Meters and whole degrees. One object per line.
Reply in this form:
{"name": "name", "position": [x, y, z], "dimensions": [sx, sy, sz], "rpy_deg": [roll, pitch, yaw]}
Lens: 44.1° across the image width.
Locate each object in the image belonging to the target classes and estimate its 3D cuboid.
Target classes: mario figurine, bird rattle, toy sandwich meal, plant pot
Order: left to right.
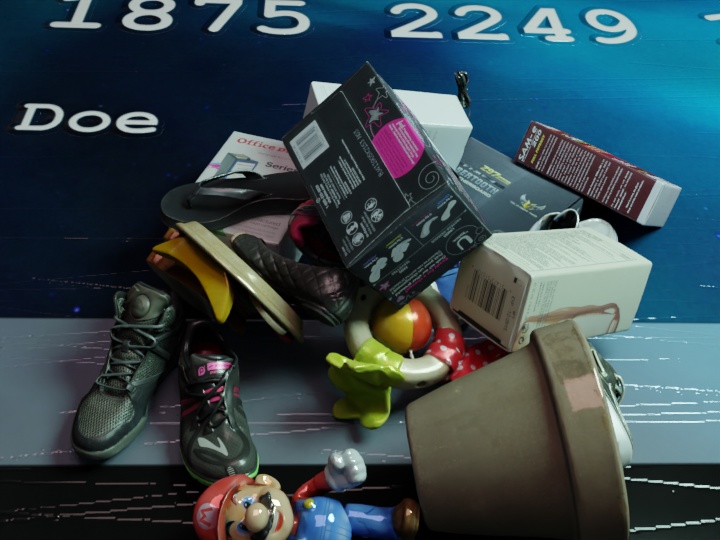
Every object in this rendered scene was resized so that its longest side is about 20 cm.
{"name": "toy sandwich meal", "position": [-0.146, 0.025, 0.953], "dimensions": [0.204, 0.206, 0.070], "rpy_deg": [38, 81, 32]}
{"name": "mario figurine", "position": [-0.049, 0.225, 0.766], "dimensions": [0.195, 0.108, 0.124], "rpy_deg": [9, 32, 1]}
{"name": "bird rattle", "position": [0.056, 0.074, 0.921], "dimensions": [0.196, 0.114, 0.165], "rpy_deg": [-10, 57, -10]}
{"name": "plant pot", "position": [0.133, 0.161, 0.804], "dimensions": [0.171, 0.203, 0.202], "rpy_deg": [-11, 42, 4]}

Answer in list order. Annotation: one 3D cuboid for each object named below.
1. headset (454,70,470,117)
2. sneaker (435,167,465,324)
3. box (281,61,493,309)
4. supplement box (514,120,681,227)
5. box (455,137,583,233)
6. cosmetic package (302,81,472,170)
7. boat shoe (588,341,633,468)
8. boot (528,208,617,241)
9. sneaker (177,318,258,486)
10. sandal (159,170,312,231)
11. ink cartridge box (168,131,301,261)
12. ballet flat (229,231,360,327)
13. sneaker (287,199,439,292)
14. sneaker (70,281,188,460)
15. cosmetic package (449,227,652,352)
{"name": "headset", "position": [0.073, -0.210, 1.267], "dimensions": [0.197, 0.095, 0.124], "rpy_deg": [-27, 49, -15]}
{"name": "sneaker", "position": [0.091, -0.044, 1.041], "dimensions": [0.075, 0.112, 0.204], "rpy_deg": [-11, 58, 11]}
{"name": "box", "position": [0.024, -0.086, 0.916], "dimensions": [0.131, 0.114, 0.202], "rpy_deg": [-38, 50, 13]}
{"name": "supplement box", "position": [0.317, -0.129, 1.190], "dimensions": [0.198, 0.062, 0.108], "rpy_deg": [31, 17, 27]}
{"name": "box", "position": [0.169, -0.089, 1.174], "dimensions": [0.199, 0.052, 0.157], "rpy_deg": [35, 50, 30]}
{"name": "cosmetic package", "position": [0.027, -0.165, 1.103], "dimensions": [0.196, 0.102, 0.072], "rpy_deg": [2, 44, -21]}
{"name": "boat shoe", "position": [0.242, 0.120, 0.933], "dimensions": [0.062, 0.072, 0.202], "rpy_deg": [-8, 41, -13]}
{"name": "boot", "position": [0.260, -0.034, 1.085], "dimensions": [0.073, 0.097, 0.199], "rpy_deg": [32, 49, 28]}
{"name": "sneaker", "position": [-0.150, 0.128, 0.883], "dimensions": [0.075, 0.085, 0.201], "rpy_deg": [-12, 44, -16]}
{"name": "sandal", "position": [-0.137, -0.094, 1.031], "dimensions": [0.196, 0.043, 0.077], "rpy_deg": [-12, 44, -15]}
{"name": "ink cartridge box", "position": [-0.131, -0.076, 1.110], "dimensions": [0.142, 0.089, 0.201], "rpy_deg": [14, 41, 12]}
{"name": "ballet flat", "position": [-0.072, 0.001, 0.944], "dimensions": [0.198, 0.067, 0.057], "rpy_deg": [29, 76, 41]}
{"name": "sneaker", "position": [0.000, 0.000, 1.001], "dimensions": [0.198, 0.081, 0.075], "rpy_deg": [32, 12, -3]}
{"name": "sneaker", "position": [-0.237, 0.089, 0.901], "dimensions": [0.075, 0.116, 0.201], "rpy_deg": [14, 45, 14]}
{"name": "cosmetic package", "position": [0.203, 0.016, 0.946], "dimensions": [0.197, 0.089, 0.103], "rpy_deg": [-5, 27, -36]}
